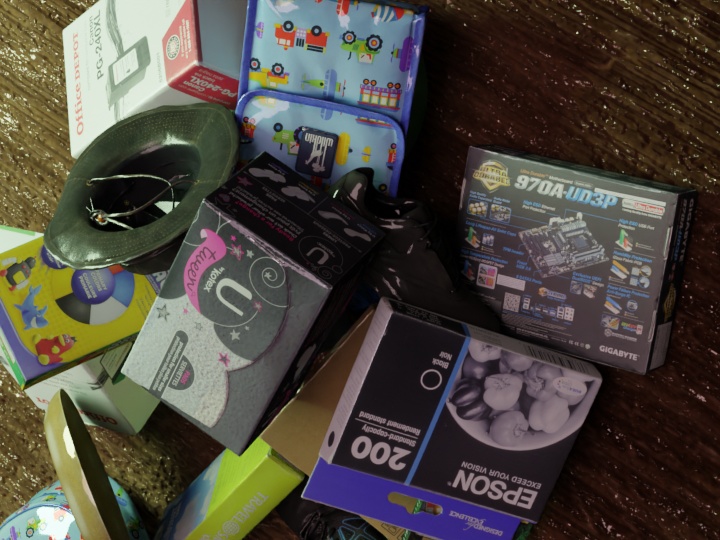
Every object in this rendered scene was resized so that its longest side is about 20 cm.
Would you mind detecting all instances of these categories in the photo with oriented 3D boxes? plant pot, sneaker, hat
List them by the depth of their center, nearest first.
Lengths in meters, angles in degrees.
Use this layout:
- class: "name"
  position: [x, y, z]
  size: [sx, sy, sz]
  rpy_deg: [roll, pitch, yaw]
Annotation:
- class: "sneaker"
  position: [0.046, -0.008, 1.513]
  size: [0.200, 0.076, 0.091]
  rpy_deg: [37, 114, -9]
- class: "hat"
  position: [-0.171, -0.054, 1.540]
  size: [0.200, 0.201, 0.081]
  rpy_deg: [-7, 135, 30]
- class: "sneaker"
  position: [-0.014, 0.254, 1.651]
  size: [0.200, 0.082, 0.073]
  rpy_deg: [39, 114, 21]
- class: "plant pot"
  position: [-0.254, 0.208, 1.667]
  size: [0.027, 0.200, 0.200]
  rpy_deg: [-23, 83, -4]

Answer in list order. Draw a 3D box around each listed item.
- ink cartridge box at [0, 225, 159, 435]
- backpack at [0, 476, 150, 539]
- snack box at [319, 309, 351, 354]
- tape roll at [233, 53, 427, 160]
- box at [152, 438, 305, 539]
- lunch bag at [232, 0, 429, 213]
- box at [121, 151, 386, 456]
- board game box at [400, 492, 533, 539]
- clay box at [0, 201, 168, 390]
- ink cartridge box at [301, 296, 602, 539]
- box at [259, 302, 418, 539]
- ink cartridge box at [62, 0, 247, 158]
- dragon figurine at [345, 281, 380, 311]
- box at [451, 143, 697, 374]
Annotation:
- class: "ink cartridge box"
  position: [-0.288, 0.057, 1.712]
  size: [0.146, 0.200, 0.084]
  rpy_deg: [11, 56, 35]
- class: "backpack"
  position: [-0.291, 0.310, 1.785]
  size: [0.183, 0.135, 0.200]
  rpy_deg: [-31, 79, 28]
- class: "snack box"
  position: [-0.120, 0.011, 1.664]
  size: [0.200, 0.068, 0.169]
  rpy_deg: [-17, 94, 39]
- class: "tape roll"
  position: [-0.037, -0.165, 1.637]
  size: [0.200, 0.048, 0.201]
  rpy_deg: [4, 98, 29]
- class: "box"
  position: [-0.122, 0.212, 1.683]
  size: [0.048, 0.122, 0.200]
  rpy_deg: [38, 117, -13]
- class: "lunch bag"
  position: [-0.031, -0.140, 1.543]
  size: [0.150, 0.094, 0.200]
  rpy_deg: [10, 104, 2]
- class: "box"
  position: [-0.092, 0.028, 1.473]
  size: [0.132, 0.115, 0.200]
  rpy_deg: [34, 123, 7]
- class: "board game box"
  position: [0.101, 0.213, 1.574]
  size: [0.105, 0.023, 0.200]
  rpy_deg: [16, 108, -14]
- class: "clay box"
  position: [-0.232, 0.012, 1.582]
  size: [0.115, 0.200, 0.048]
  rpy_deg: [62, 160, 7]
- class: "ink cartridge box"
  position: [0.075, 0.143, 1.511]
  size: [0.198, 0.043, 0.200]
  rpy_deg: [18, 108, -13]
- class: "box"
  position: [0.036, 0.149, 1.583]
  size: [0.200, 0.021, 0.164]
  rpy_deg: [39, 106, -9]
- class: "ink cartridge box"
  position: [-0.187, -0.196, 1.654]
  size: [0.200, 0.083, 0.145]
  rpy_deg: [-29, 58, 39]
- class: "dragon figurine"
  position: [0.000, 0.000, 1.587]
  size: [0.200, 0.059, 0.099]
  rpy_deg: [41, 74, -11]
- class: "box"
  position: [0.176, -0.012, 1.533]
  size: [0.200, 0.046, 0.159]
  rpy_deg: [15, 104, 28]
